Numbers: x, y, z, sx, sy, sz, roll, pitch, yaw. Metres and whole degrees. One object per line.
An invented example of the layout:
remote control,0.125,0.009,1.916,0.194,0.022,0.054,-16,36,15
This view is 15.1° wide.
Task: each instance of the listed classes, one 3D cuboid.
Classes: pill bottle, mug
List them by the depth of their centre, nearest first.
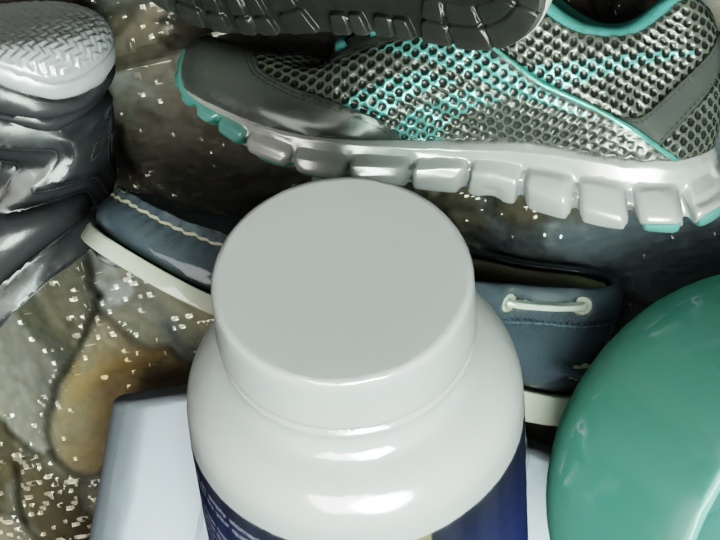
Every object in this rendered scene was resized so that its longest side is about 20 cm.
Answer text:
pill bottle,0.000,0.064,0.904,0.110,0.112,0.201,3,142,7
mug,0.151,0.087,0.961,0.152,0.114,0.185,-46,125,-5

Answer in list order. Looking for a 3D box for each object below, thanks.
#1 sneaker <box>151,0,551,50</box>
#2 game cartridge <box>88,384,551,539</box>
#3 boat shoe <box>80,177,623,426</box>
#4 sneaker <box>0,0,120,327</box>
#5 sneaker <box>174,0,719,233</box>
sneaker,-0.005,-0.129,0.927,0.199,0.088,0.076,15,135,29
game cartridge,-0.005,0.112,1.032,0.199,0.042,0.134,10,98,-1
boat shoe,0.000,0.000,0.978,0.199,0.075,0.062,19,102,-10
sneaker,-0.177,-0.028,0.994,0.199,0.076,0.114,-8,112,10
sneaker,0.036,-0.073,0.952,0.199,0.078,0.092,8,101,1
